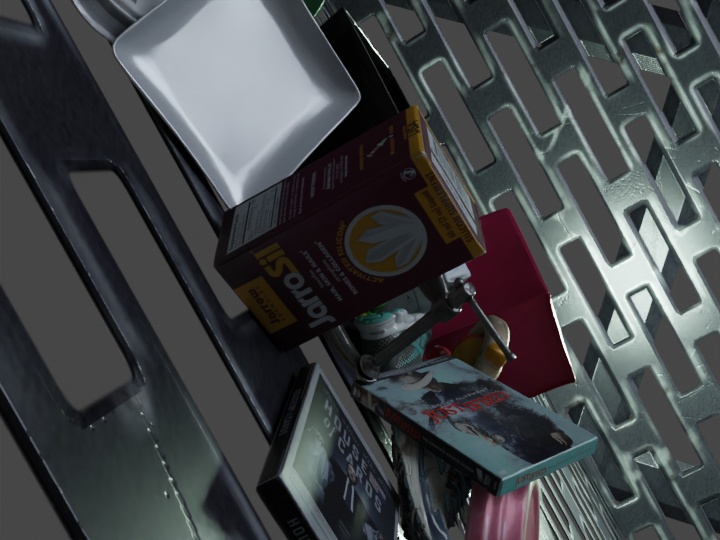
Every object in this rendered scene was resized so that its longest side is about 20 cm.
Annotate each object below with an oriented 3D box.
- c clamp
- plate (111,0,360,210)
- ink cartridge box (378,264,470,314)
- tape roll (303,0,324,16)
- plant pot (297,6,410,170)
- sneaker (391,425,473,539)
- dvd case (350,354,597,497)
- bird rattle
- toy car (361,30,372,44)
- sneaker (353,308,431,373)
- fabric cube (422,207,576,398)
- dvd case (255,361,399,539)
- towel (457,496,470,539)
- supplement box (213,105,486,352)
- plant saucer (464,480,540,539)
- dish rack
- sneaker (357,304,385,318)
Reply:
[{"bbox_3d":[0.031,0.043,0.807,0.027,0.199,0.172,-18,78,-45],"label":"c clamp"},{"bbox_3d":[-0.111,-0.182,0.804,0.032,0.200,0.200,3,-44,49],"label":"plate"},{"bbox_3d":[0.046,-0.036,1.117,0.047,0.160,0.202,-15,69,-34],"label":"ink cartridge box"},{"bbox_3d":[-0.130,-0.354,0.964,0.201,0.199,0.048,53,15,-35],"label":"tape roll"},{"bbox_3d":[-0.023,-0.141,0.987,0.202,0.176,0.199,65,12,14],"label":"plant pot"},{"bbox_3d":[0.076,0.189,0.808,0.201,0.085,0.078,-95,-179,-60],"label":"sneaker"},{"bbox_3d":[0.106,0.141,0.830,0.145,0.022,0.199,-9,24,-39],"label":"dvd case"},{"bbox_3d":[0.133,0.129,1.041,0.112,0.164,0.200,34,22,2],"label":"bird rattle"},{"bbox_3d":[-0.051,-0.225,1.180,0.201,0.174,0.150,58,-23,-13],"label":"toy car"},{"bbox_3d":[0.043,0.099,1.021,0.200,0.077,0.092,12,66,-71],"label":"sneaker"},{"bbox_3d":[0.178,0.067,1.259,0.200,0.198,0.197,-104,171,-51],"label":"fabric cube"},{"bbox_3d":[-0.017,0.172,0.661,0.151,0.025,0.200,60,12,-12],"label":"dvd case"},{"bbox_3d":[0.151,0.310,1.068,0.200,0.030,0.151,45,22,-60],"label":"towel"},{"bbox_3d":[-0.010,-0.032,0.718,0.111,0.198,0.086,53,20,-30],"label":"supplement box"},{"bbox_3d":[0.138,0.266,0.816,0.200,0.050,0.203,2,90,-72],"label":"plant saucer"},{"bbox_3d":[-0.214,-0.268,0.796,0.173,0.043,0.200,65,11,18],"label":"dish rack"},{"bbox_3d":[0.000,0.000,0.958,0.074,0.083,0.200,55,4,15],"label":"sneaker"}]
